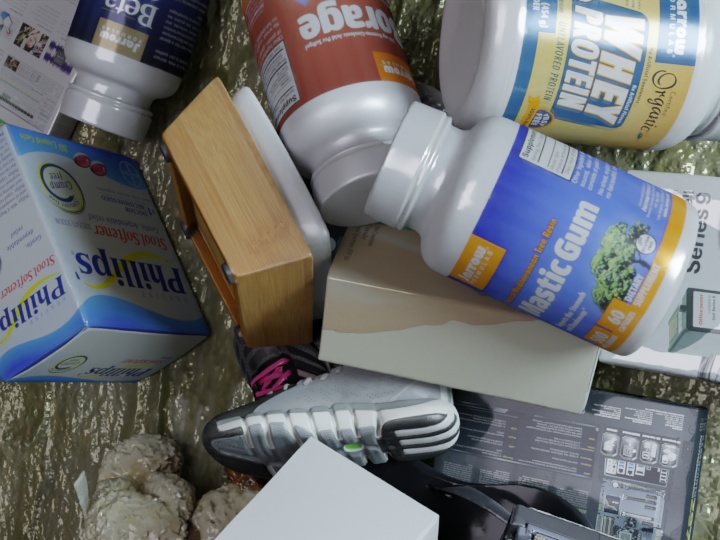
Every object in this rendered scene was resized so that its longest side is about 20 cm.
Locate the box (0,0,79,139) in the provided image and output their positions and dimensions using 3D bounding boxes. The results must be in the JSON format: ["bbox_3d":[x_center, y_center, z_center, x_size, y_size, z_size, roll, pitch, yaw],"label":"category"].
[{"bbox_3d":[-0.332,-0.201,1.182,0.144,0.036,0.200,31,97,25],"label":"box"}]

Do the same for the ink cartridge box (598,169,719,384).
[{"bbox_3d":[0.282,0.013,0.837,0.199,0.084,0.146,8,88,27],"label":"ink cartridge box"}]

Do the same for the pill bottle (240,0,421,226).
[{"bbox_3d":[-0.016,-0.140,0.890,0.112,0.112,0.201,-26,67,21],"label":"pill bottle"}]

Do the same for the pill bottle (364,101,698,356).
[{"bbox_3d":[0.108,-0.033,0.774,0.199,0.112,0.112,24,96,1],"label":"pill bottle"}]

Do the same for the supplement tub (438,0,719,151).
[{"bbox_3d":[0.167,-0.161,0.836,0.199,0.145,0.145,3,85,-11],"label":"supplement tub"}]

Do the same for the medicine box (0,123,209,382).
[{"bbox_3d":[-0.254,-0.008,1.042,0.103,0.182,0.200,-33,72,19],"label":"medicine box"}]

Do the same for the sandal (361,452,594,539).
[{"bbox_3d":[0.075,0.189,0.885,0.200,0.043,0.076,12,91,26],"label":"sandal"}]

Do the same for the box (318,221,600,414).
[{"bbox_3d":[0.076,0.032,0.875,0.199,0.095,0.078,10,122,5],"label":"box"}]

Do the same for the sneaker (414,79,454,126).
[{"bbox_3d":[0.033,-0.119,0.967,0.200,0.079,0.079,38,97,32],"label":"sneaker"}]

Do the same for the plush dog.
[{"bbox_3d":[-0.143,0.234,1.000,0.171,0.160,0.201,-5,82,2],"label":"plush dog"}]

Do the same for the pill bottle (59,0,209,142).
[{"bbox_3d":[-0.205,-0.226,1.080,0.111,0.111,0.201,22,95,26],"label":"pill bottle"}]

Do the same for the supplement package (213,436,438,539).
[{"bbox_3d":[-0.022,0.248,0.884,0.121,0.200,0.120,28,53,25],"label":"supplement package"}]

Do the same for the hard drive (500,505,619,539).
[{"bbox_3d":[0.144,0.275,0.840,0.139,0.038,0.201,18,115,7],"label":"hard drive"}]

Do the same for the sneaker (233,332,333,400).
[{"bbox_3d":[-0.058,0.119,0.988,0.074,0.087,0.200,-33,72,19],"label":"sneaker"}]

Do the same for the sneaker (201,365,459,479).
[{"bbox_3d":[-0.022,0.096,0.926,0.199,0.075,0.116,-5,48,8],"label":"sneaker"}]

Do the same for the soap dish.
[{"bbox_3d":[-0.087,-0.033,0.917,0.081,0.200,0.158,-25,72,-12],"label":"soap dish"}]

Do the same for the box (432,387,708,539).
[{"bbox_3d":[0.154,0.165,0.902,0.199,0.051,0.158,7,88,25],"label":"box"}]

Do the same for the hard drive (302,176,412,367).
[{"bbox_3d":[0.000,0.000,1.000,0.200,0.038,0.140,45,104,23],"label":"hard drive"}]
